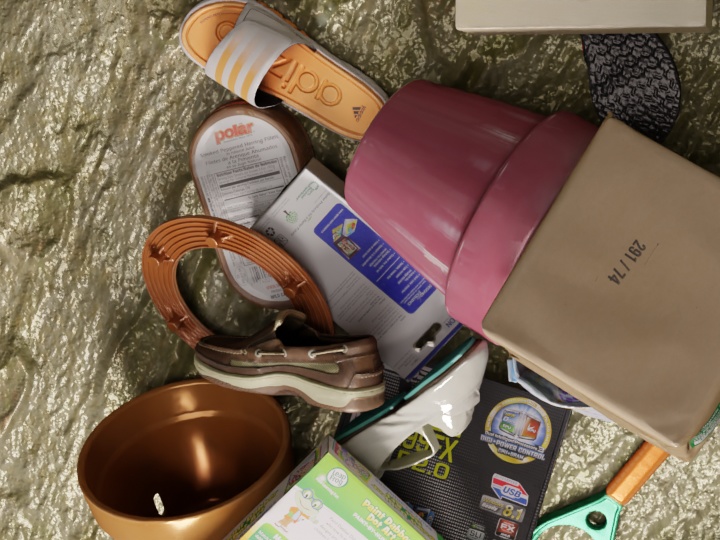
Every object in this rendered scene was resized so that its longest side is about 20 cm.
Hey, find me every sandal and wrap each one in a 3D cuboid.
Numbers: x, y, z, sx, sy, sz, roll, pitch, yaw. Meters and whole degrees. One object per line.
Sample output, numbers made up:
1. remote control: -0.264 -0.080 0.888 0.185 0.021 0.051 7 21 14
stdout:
1. sandal: -0.068 -0.175 1.521 0.207 0.059 0.079 28 113 3
2. sandal: 0.216 -0.196 1.457 0.075 0.045 0.200 -22 88 15

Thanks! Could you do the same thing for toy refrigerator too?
1. toy refrigerator: 0.182 -0.228 1.401 0.200 0.076 0.070 1 95 16

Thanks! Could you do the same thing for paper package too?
1. paper package: 0.224 0.015 1.332 0.191 0.103 0.200 31 87 21

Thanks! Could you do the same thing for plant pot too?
1. plant pot: 0.095 -0.065 1.461 0.179 0.200 0.200 31 115 19
2. plant pot: -0.151 0.217 1.623 0.200 0.200 0.140 -2 125 15

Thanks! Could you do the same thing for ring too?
1. ring: -0.117 0.032 1.584 0.200 0.019 0.200 20 139 18

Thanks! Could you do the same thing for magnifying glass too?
1. magnifying glass: 0.226 0.225 1.614 0.080 0.022 0.200 36 116 0

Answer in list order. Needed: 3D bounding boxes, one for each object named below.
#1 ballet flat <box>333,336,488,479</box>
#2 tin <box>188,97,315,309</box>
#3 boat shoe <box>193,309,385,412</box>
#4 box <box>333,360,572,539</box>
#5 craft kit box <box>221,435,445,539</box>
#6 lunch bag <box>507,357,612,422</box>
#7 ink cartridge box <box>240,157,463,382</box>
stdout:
1. ballet flat: 0.057 0.125 1.497 0.069 0.069 0.200 47 129 -5
2. tin: -0.087 -0.059 1.582 0.112 0.042 0.200 -14 105 14
3. boat shoe: -0.062 0.069 1.529 0.202 0.075 0.075 9 107 32
4. box: 0.075 0.170 1.575 0.200 0.044 0.160 18 82 10
5. craft kit box: -0.025 0.280 1.520 0.200 0.049 0.198 44 103 -11
6. lunch bag: 0.234 0.066 1.461 0.200 0.170 0.127 -12 77 17
7. ink cartridge box: 0.000 0.000 1.544 0.200 0.039 0.099 41 112 -6
